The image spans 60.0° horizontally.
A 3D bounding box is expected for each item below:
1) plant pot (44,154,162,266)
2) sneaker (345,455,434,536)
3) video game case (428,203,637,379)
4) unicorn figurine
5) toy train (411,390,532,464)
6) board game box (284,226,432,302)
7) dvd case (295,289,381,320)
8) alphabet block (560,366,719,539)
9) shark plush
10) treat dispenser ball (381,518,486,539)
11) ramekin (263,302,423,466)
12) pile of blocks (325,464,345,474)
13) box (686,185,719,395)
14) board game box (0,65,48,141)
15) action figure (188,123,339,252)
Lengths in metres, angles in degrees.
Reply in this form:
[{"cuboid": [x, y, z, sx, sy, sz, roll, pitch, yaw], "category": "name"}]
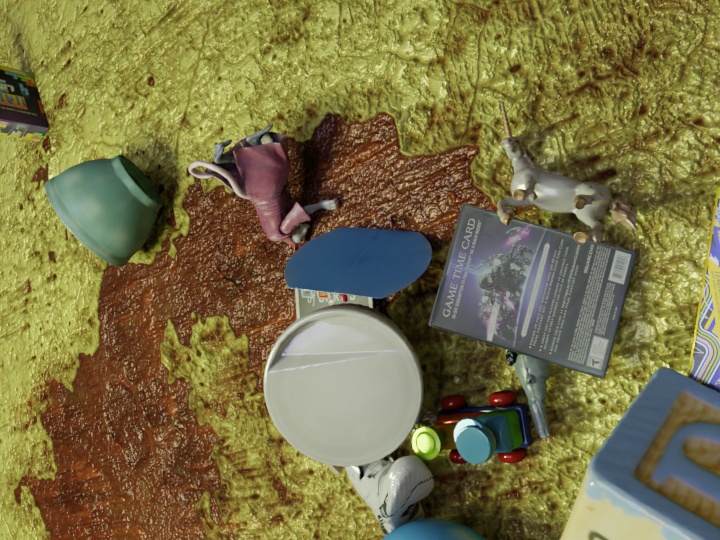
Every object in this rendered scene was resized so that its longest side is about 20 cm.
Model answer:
[{"cuboid": [-0.456, -0.127, 1.156, 0.134, 0.200, 0.201, -37, 67, 2], "category": "plant pot"}, {"cuboid": [0.031, 0.270, 0.814, 0.115, 0.075, 0.201, 48, 154, 33], "category": "sneaker"}, {"cuboid": [0.190, 0.021, 0.693, 0.198, 0.019, 0.145, 16, 86, 7], "category": "video game case"}, {"cuboid": [0.210, -0.094, 0.702, 0.199, 0.137, 0.074, 32, 128, 10], "category": "unicorn figurine"}, {"cuboid": [0.100, 0.206, 0.777, 0.198, 0.115, 0.086, -13, 82, 35], "category": "toy train"}, {"cuboid": [0.000, 0.000, 0.836, 0.198, 0.158, 0.039, 6, 125, 24], "category": "board game box"}, {"cuboid": [-0.034, 0.072, 0.932, 0.149, 0.025, 0.203, -6, 87, 36], "category": "dvd case"}, {"cuboid": [0.296, 0.246, 0.551, 0.194, 0.195, 0.202, 29, 128, 33], "category": "alphabet block"}, {"cuboid": [0.182, 0.092, 0.735, 0.090, 0.083, 0.203, -2, 89, 36], "category": "shark plush"}, {"cuboid": [0.089, 0.401, 0.735, 0.199, 0.200, 0.204, 0, 91, 36], "category": "treat dispenser ball"}, {"cuboid": [-0.018, 0.134, 0.795, 0.200, 0.094, 0.205, 1, 103, 5], "category": "ramekin"}, {"cuboid": [-0.045, 0.188, 0.880, 0.062, 0.082, 0.202, -19, 93, 39], "category": "pile of blocks"}, {"cuboid": [0.372, 0.022, 0.606, 0.069, 0.064, 0.203, 10, 96, 35], "category": "box"}, {"cuboid": [-0.830, -0.390, 1.407, 0.057, 0.199, 0.167, -35, 72, 29], "category": "board game box"}, {"cuboid": [-0.133, -0.105, 0.927, 0.133, 0.149, 0.202, 6, 126, 45], "category": "action figure"}]
